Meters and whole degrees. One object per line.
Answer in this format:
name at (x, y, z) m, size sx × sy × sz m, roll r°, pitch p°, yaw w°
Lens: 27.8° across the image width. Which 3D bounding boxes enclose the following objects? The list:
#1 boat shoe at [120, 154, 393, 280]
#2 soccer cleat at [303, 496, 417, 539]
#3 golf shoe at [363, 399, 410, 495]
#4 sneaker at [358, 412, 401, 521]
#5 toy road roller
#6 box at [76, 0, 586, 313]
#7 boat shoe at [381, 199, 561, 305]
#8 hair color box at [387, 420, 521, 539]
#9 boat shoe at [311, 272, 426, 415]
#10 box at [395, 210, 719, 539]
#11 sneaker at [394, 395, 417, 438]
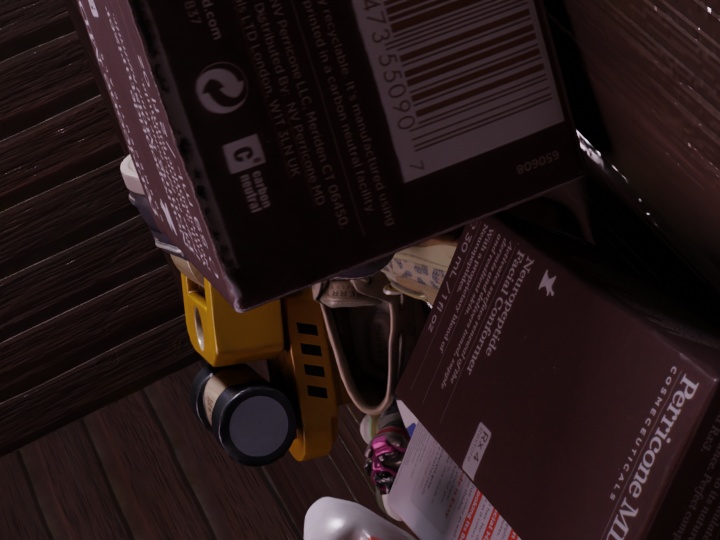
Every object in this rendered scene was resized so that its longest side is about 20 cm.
boat shoe at (-0.052, -0.023, 0.798) m, size 0.199 × 0.072 × 0.063 m, roll 19°, pitch 132°, yaw 40°
soccer cleat at (0.043, 0.193, 0.776) m, size 0.200 × 0.069 × 0.078 m, roll 49°, pitch 179°, yaw -18°
golf shoe at (0.084, 0.168, 1.060) m, size 0.201 × 0.072 × 0.092 m, roll 56°, pitch -142°, yaw -21°
sneaker at (0.059, 0.143, 1.146) m, size 0.088 × 0.077 × 0.201 m, roll 27°, pitch 151°, yaw 28°
toy road roller at (-0.053, 0.037, 1.055) m, size 0.123 × 0.144 × 0.202 m, roll -160°, pitch 61°, yaw -72°
box at (-0.027, -0.102, 0.653) m, size 0.200 × 0.163 × 0.168 m, roll -148°, pitch 38°, yaw -70°
boat shoe at (0.052, -0.002, 0.772) m, size 0.200 × 0.073 × 0.063 m, roll -157°, pitch 45°, yaw -73°
hair color box at (0.087, 0.109, 0.739) m, size 0.063 × 0.112 × 0.200 m, roll 20°, pitch -176°, yaw -18°
boat shoe at (0.000, 0.000, 0.950) m, size 0.065 × 0.071 × 0.202 m, roll -56°, pitch -38°, yaw -53°
box at (0.094, 0.055, 0.583) m, size 0.101 × 0.074 × 0.200 m, roll -67°, pitch 28°, yaw 11°
sneaker at (0.079, 0.123, 0.953) m, size 0.116 × 0.080 × 0.200 m, roll -109°, pitch -1°, yaw -47°
